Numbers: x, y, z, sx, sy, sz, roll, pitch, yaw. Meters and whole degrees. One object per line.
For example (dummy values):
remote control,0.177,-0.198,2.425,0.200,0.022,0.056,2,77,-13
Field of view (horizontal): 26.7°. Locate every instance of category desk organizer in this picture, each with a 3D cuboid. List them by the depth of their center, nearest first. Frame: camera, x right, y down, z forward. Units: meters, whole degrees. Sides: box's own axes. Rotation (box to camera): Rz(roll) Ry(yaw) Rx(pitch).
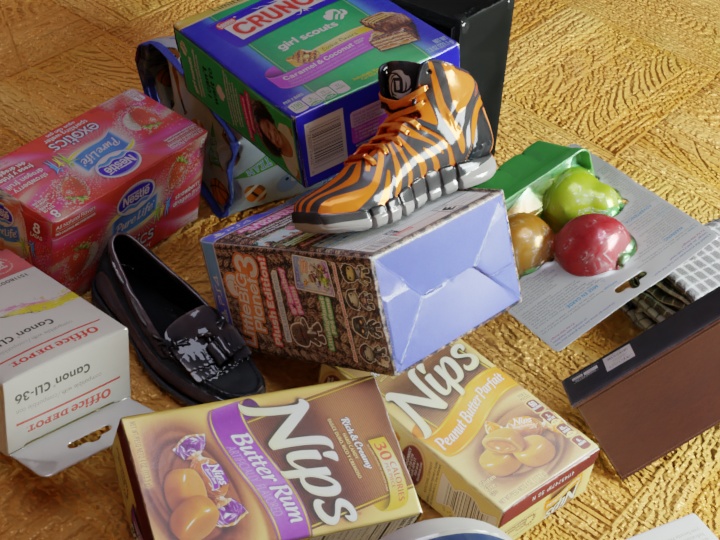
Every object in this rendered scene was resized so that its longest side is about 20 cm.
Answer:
desk organizer,0.271,0.080,1.228,0.199,0.077,0.072,-32,10,7

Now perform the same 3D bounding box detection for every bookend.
bookend,0.035,-0.196,1.482,0.199,0.200,0.092,27,39,29

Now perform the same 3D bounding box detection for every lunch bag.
lunch bag,-0.102,-0.161,1.447,0.169,0.124,0.200,-17,54,-30

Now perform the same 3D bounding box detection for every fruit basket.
fruit basket,0.183,-0.024,1.350,0.185,0.094,0.200,-34,50,-16

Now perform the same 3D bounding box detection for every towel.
towel,0.355,0.037,1.352,0.165,0.086,0.200,-22,50,-35

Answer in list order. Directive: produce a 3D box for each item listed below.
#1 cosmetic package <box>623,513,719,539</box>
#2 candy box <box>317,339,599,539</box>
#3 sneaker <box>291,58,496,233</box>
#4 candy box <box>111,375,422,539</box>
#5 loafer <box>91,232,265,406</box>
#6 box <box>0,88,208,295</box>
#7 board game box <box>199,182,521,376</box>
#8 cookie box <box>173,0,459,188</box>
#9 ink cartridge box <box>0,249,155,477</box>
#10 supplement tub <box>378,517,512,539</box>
cosmetic package,0.246,0.272,1.040,0.101,0.072,0.200,-13,44,-29
candy box,0.073,0.122,1.192,0.115,0.056,0.200,-25,51,-38
sneaker,0.019,-0.103,1.178,0.199,0.113,0.077,-26,22,-38
candy box,-0.068,0.151,1.093,0.199,0.057,0.117,-8,61,-24
loafer,-0.150,0.043,1.223,0.072,0.063,0.200,-25,51,-38
box,-0.231,-0.064,1.306,0.095,0.100,0.200,30,41,21
board game box,0.000,0.000,1.222,0.199,0.097,0.159,7,25,45
cookie box,-0.038,-0.174,1.305,0.171,0.076,0.200,-27,43,-24
ink cartridge box,-0.253,0.066,1.138,0.200,0.068,0.116,28,39,35
supplement tub,0.068,0.270,0.935,0.144,0.145,0.200,-4,41,-20
